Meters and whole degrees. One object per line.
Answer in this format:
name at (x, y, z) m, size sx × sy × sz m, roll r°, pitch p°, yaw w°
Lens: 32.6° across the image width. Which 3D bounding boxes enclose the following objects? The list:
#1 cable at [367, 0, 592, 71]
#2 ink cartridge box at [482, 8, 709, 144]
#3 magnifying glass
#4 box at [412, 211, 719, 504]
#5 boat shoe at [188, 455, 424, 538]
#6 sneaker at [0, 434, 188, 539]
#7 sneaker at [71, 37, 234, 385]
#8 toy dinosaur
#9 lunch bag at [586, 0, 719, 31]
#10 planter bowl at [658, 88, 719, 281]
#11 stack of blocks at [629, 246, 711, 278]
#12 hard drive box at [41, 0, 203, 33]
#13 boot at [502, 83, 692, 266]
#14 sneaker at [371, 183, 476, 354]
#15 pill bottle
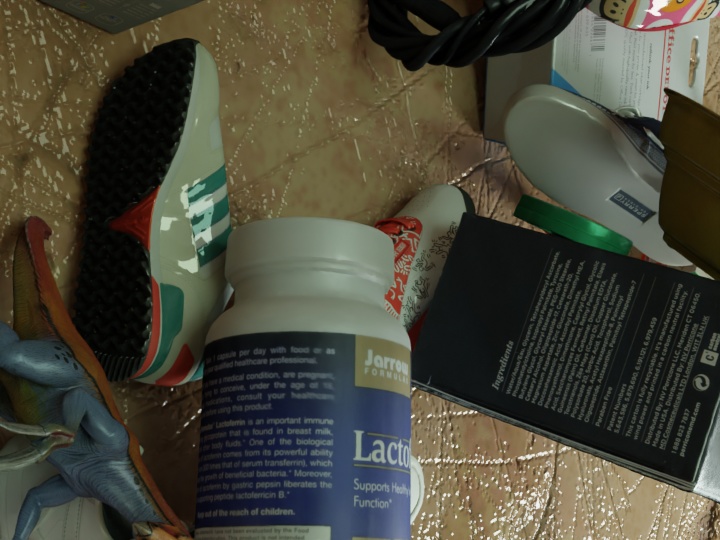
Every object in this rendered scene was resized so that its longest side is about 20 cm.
cable at (0.086, -0.212, 0.796) m, size 0.051 × 0.199 × 0.164 m, roll 35°, pitch 54°, yaw -54°
ink cartridge box at (0.186, -0.160, 0.953) m, size 0.199 × 0.066 × 0.117 m, roll -11°, pitch 109°, yaw -41°
magnifying glass at (0.145, -0.031, 0.865) m, size 0.079 × 0.200 × 0.023 m, roll 24°, pitch 93°, yaw 4°
box at (0.168, 0.065, 0.808) m, size 0.200 × 0.196 × 0.125 m, roll 27°, pitch 81°, yaw -58°
boat shoe at (-0.045, 0.160, 0.748) m, size 0.199 × 0.062 × 0.075 m, roll -25°, pitch 106°, yaw -37°
sneaker at (-0.132, 0.181, 0.641) m, size 0.075 × 0.099 × 0.201 m, roll -33°, pitch 112°, yaw -67°
sneaker at (-0.106, -0.029, 0.714) m, size 0.093 × 0.070 × 0.201 m, roll 24°, pitch 69°, yaw -57°
toy dinosaur at (-0.133, 0.067, 0.586) m, size 0.181 × 0.105 × 0.201 m, roll 29°, pitch 57°, yaw 3°
lunch bag at (0.168, -0.252, 0.884) m, size 0.175 × 0.200 × 0.082 m, roll -17°, pitch 143°, yaw -38°
planter bowl at (0.255, -0.027, 0.792) m, size 0.200 × 0.200 × 0.084 m, roll 25°, pitch 105°, yaw -38°
stack of blocks at (0.316, 0.031, 1.039) m, size 0.200 × 0.115 × 0.059 m, roll 39°, pitch 63°, yaw -32°
hard drive box at (-0.092, -0.225, 0.639) m, size 0.077 × 0.199 × 0.157 m, roll 20°, pitch 75°, yaw -38°
boot at (0.177, -0.086, 0.882) m, size 0.200 × 0.073 × 0.091 m, roll 35°, pitch 39°, yaw -27°
sneaker at (0.000, 0.000, 0.794) m, size 0.108 × 0.067 × 0.202 m, roll 44°, pitch 63°, yaw -33°
pill bottle at (-0.029, 0.080, 0.662) m, size 0.115 × 0.115 × 0.201 m, roll 13°, pitch 72°, yaw -40°
